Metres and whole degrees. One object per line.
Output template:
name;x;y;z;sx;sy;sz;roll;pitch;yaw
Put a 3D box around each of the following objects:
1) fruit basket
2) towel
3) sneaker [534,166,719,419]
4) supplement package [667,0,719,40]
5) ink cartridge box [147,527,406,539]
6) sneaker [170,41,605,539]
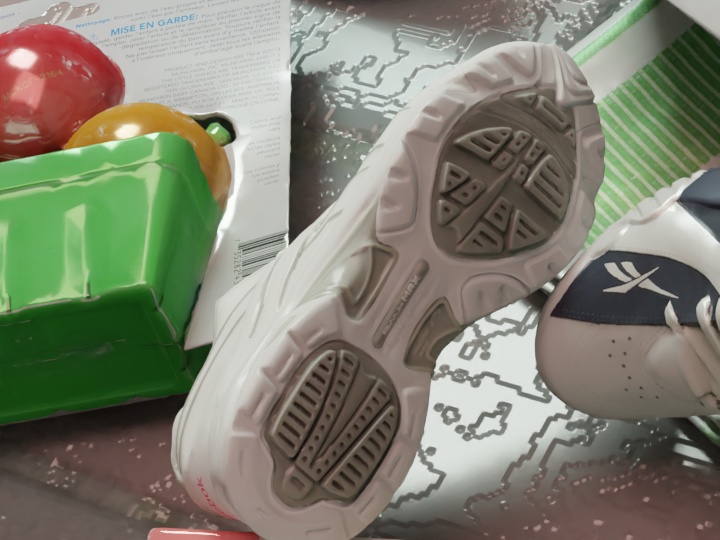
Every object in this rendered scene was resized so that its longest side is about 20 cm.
fruit basket;-0.112;-0.033;1.021;0.185;0.094;0.200;-11;41;9
towel;0.134;-0.025;0.966;0.152;0.023;0.200;-38;51;-14
sneaker;0.126;0.029;0.818;0.199;0.080;0.130;-10;27;29
supplement package;0.157;-0.126;0.924;0.200;0.109;0.114;45;109;41
ink cartridge box;0.022;0.146;0.834;0.200;0.068;0.117;1;53;18
sneaker;0.000;0.000;0.894;0.200;0.078;0.099;-50;23;-22
